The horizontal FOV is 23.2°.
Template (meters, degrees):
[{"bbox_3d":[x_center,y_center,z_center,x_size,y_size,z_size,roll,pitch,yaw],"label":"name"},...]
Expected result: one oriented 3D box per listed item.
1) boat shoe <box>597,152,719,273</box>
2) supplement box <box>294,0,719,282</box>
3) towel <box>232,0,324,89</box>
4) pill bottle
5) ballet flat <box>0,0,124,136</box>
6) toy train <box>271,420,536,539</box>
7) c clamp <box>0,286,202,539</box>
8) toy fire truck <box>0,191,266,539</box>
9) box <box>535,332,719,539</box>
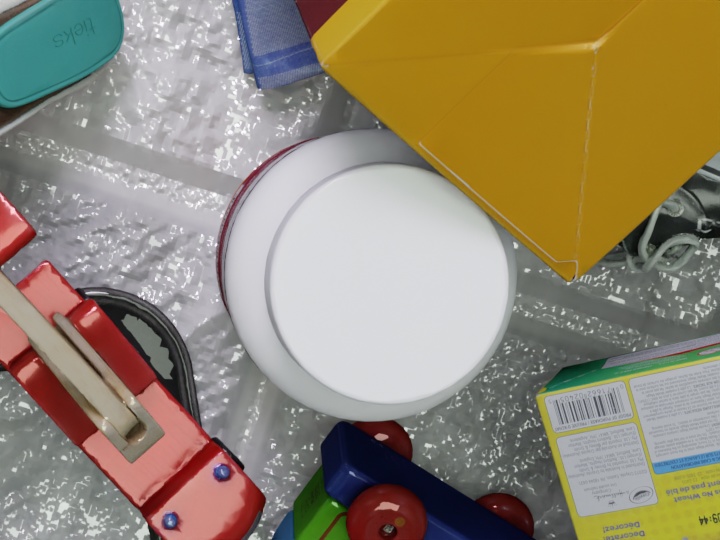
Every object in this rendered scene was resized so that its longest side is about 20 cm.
[{"bbox_3d":[0.126,-0.033,0.785,0.199,0.074,0.068,22,86,-7],"label":"boat shoe"},{"bbox_3d":[0.078,-0.145,0.649,0.197,0.200,0.133,-43,121,14],"label":"supplement box"},{"bbox_3d":[0.036,-0.161,0.763,0.200,0.024,0.147,-12,122,-6],"label":"towel"},{"bbox_3d":[0.000,0.000,0.708,0.113,0.200,0.113,0,94,-6],"label":"pill bottle"},{"bbox_3d":[-0.174,-0.076,0.704,0.069,0.200,0.070,13,118,25],"label":"ballet flat"},{"bbox_3d":[0.044,0.164,0.791,0.200,0.085,0.116,33,105,-14],"label":"toy train"},{"bbox_3d":[-0.152,0.090,0.787,0.171,0.027,0.200,-15,93,-11],"label":"c clamp"},{"bbox_3d":[-0.110,0.043,0.709,0.049,0.141,0.200,-42,97,-8],"label":"toy fire truck"},{"bbox_3d":[0.152,0.124,0.668,0.117,0.048,0.200,-14,96,23],"label":"box"}]
